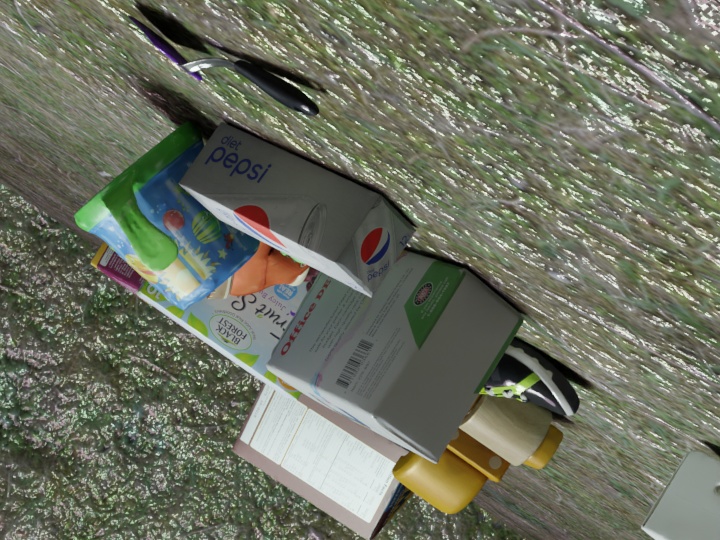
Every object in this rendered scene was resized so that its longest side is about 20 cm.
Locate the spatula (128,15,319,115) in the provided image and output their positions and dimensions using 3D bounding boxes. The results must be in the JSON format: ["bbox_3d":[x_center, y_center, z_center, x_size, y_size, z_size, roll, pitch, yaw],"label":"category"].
[{"bbox_3d":[-0.096,-0.141,1.162,0.200,0.021,0.056,25,173,42],"label":"spatula"}]

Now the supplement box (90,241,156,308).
[{"bbox_3d":[-0.196,-0.014,1.897,0.103,0.131,0.200,38,171,-38],"label":"supplement box"}]

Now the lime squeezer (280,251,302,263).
[{"bbox_3d":[-0.066,-0.045,1.462,0.200,0.038,0.071,26,144,46],"label":"lime squeezer"}]

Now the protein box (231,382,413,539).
[{"bbox_3d":[-0.008,0.184,2.004,0.200,0.135,0.198,32,-155,12],"label":"protein box"}]

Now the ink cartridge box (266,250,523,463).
[{"bbox_3d":[0.025,0.061,1.427,0.087,0.146,0.200,37,170,-31],"label":"ink cartridge box"}]

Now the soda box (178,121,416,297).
[{"bbox_3d":[-0.054,-0.052,1.356,0.200,0.068,0.063,27,170,40],"label":"soda box"}]

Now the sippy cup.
[{"bbox_3d":[-0.163,-0.042,1.484,0.130,0.178,0.140,51,138,-5],"label":"sippy cup"}]

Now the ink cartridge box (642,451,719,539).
[{"bbox_3d":[0.355,0.249,1.395,0.200,0.088,0.145,41,170,-33],"label":"ink cartridge box"}]

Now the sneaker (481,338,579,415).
[{"bbox_3d":[0.105,0.094,1.523,0.200,0.083,0.072,30,172,21],"label":"sneaker"}]

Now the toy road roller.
[{"bbox_3d":[0.116,0.189,1.801,0.123,0.146,0.200,35,172,-9],"label":"toy road roller"}]

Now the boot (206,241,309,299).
[{"bbox_3d":[-0.090,-0.033,1.623,0.107,0.075,0.200,-1,159,-14],"label":"boot"}]

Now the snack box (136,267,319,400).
[{"bbox_3d":[-0.113,0.022,1.740,0.200,0.142,0.053,35,172,-10],"label":"snack box"}]
